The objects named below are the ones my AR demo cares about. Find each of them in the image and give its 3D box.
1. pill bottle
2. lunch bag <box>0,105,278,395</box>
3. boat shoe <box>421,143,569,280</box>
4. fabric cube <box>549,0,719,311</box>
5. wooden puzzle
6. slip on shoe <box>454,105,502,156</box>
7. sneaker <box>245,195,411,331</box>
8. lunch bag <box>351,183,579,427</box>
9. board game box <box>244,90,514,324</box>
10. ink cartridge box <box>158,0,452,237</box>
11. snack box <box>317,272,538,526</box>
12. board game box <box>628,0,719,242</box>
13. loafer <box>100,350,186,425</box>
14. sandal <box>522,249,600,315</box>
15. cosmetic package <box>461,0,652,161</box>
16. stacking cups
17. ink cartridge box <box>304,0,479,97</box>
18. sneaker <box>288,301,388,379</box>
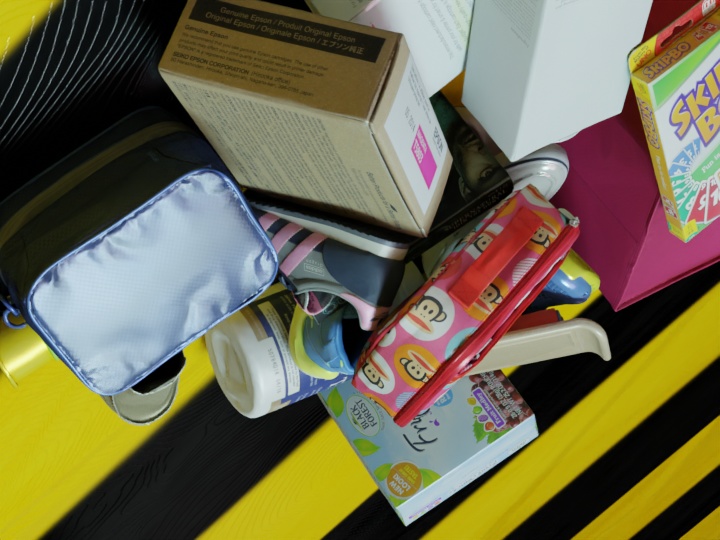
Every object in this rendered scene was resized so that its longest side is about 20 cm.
[{"bbox_3d":[-0.037,0.053,1.338,0.199,0.111,0.111,-21,148,-25],"label":"pill bottle"},{"bbox_3d":[-0.180,-0.015,1.063,0.200,0.132,0.136,-34,131,-8],"label":"lunch bag"},{"bbox_3d":[0.120,-0.040,1.286,0.071,0.070,0.200,18,143,-29],"label":"boat shoe"},{"bbox_3d":[0.273,-0.122,1.323,0.195,0.200,0.200,-23,149,-23],"label":"fabric cube"},{"bbox_3d":[0.130,0.070,1.324,0.199,0.037,0.185,-7,169,10],"label":"wooden puzzle"},{"bbox_3d":[0.109,-0.096,1.336,0.200,0.076,0.061,65,41,-52],"label":"slip on shoe"},{"bbox_3d":[-0.054,-0.011,1.136,0.070,0.199,0.083,0,105,-52],"label":"sneaker"},{"bbox_3d":[0.088,0.019,1.138,0.200,0.082,0.176,-45,174,-36],"label":"lunch bag"},{"bbox_3d":[0.011,-0.062,1.197,0.200,0.135,0.028,-34,150,-4],"label":"board game box"},{"bbox_3d":[-0.033,-0.110,1.035,0.200,0.164,0.075,59,49,-65],"label":"ink cartridge box"},{"bbox_3d":[0.057,0.129,1.457,0.168,0.200,0.068,-32,150,-5],"label":"snack box"},{"bbox_3d":[0.270,-0.119,1.130,0.095,0.030,0.200,-37,133,-11],"label":"board game box"},{"bbox_3d":[-0.193,0.085,1.262,0.075,0.068,0.200,-24,149,-20],"label":"loafer"},{"bbox_3d":[0.155,0.017,1.306,0.087,0.080,0.200,-45,-179,-11],"label":"sandal"},{"bbox_3d":[0.147,-0.187,1.047,0.112,0.081,0.200,-24,149,-22],"label":"cosmetic package"},{"bbox_3d":[-0.213,0.016,1.165,0.200,0.061,0.061,-34,151,-14],"label":"stacking cups"},{"bbox_3d":[0.060,-0.226,1.064,0.200,0.084,0.145,-38,151,3],"label":"ink cartridge box"},{"bbox_3d":[0.000,0.000,1.228,0.075,0.105,0.201,9,92,-31],"label":"sneaker"}]
